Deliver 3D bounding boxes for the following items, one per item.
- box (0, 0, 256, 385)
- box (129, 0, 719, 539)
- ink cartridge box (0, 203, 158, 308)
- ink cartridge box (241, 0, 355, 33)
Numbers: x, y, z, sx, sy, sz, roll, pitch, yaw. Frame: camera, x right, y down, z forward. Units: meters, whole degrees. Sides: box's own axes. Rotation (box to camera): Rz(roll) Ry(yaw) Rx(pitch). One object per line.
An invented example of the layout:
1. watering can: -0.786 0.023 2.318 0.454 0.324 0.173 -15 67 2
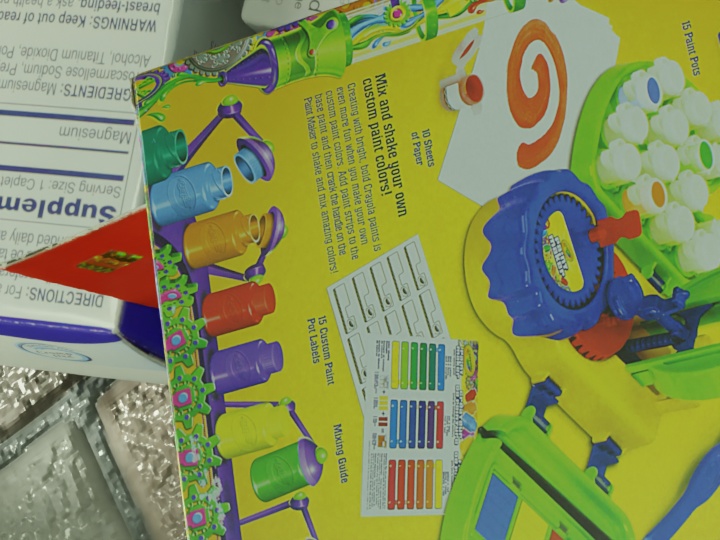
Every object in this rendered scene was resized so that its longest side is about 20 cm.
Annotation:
1. box: -0.135 -0.067 1.058 0.183 0.105 0.202 6 78 23
2. box: 0.059 0.030 0.698 0.191 0.122 0.201 -16 64 17
3. ink cartridge box: 0.000 0.000 0.934 0.173 0.200 0.044 -24 71 24
4. ink cartridge box: 0.074 -0.134 0.985 0.199 0.086 0.148 14 86 33
